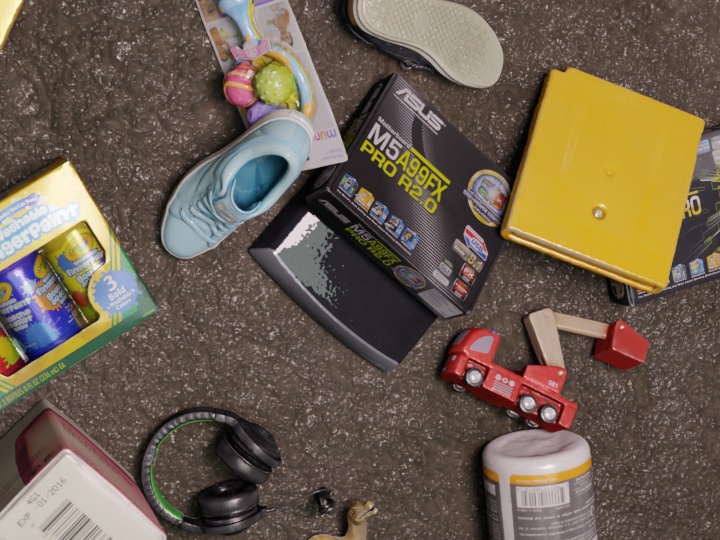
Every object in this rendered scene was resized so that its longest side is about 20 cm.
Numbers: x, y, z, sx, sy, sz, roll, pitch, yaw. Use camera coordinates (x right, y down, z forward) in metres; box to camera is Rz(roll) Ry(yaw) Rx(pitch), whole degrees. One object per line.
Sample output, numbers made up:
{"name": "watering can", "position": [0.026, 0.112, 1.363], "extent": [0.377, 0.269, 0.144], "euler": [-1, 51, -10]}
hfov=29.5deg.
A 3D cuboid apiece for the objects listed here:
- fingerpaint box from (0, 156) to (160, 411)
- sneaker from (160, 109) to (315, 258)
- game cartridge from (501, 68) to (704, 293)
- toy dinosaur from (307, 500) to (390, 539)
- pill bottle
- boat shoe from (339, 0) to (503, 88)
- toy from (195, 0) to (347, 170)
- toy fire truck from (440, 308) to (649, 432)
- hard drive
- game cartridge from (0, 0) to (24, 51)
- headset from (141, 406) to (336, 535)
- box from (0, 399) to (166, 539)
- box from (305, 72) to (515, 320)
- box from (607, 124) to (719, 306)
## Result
{"name": "fingerpaint box", "position": [-0.316, 0.016, 1.272], "extent": [0.200, 0.073, 0.167], "euler": [-32, 107, -12]}
{"name": "sneaker", "position": [-0.126, -0.070, 1.280], "extent": [0.074, 0.082, 0.200], "euler": [39, 119, -14]}
{"name": "game cartridge", "position": [0.252, -0.096, 1.411], "extent": [0.176, 0.032, 0.201], "euler": [21, 68, -5]}
{"name": "toy dinosaur", "position": [-0.027, 0.327, 1.436], "extent": [0.101, 0.058, 0.200], "euler": [36, 99, -3]}
{"name": "pill bottle", "position": [0.194, 0.279, 1.461], "extent": [0.116, 0.116, 0.201], "euler": [-10, 102, -17]}
{"name": "boat shoe", "position": [0.063, -0.238, 1.371], "extent": [0.200, 0.062, 0.075], "euler": [17, 87, -35]}
{"name": "toy", "position": [-0.098, -0.182, 1.294], "extent": [0.047, 0.115, 0.201], "euler": [-31, 107, -44]}
{"name": "toy fire truck", "position": [0.196, 0.094, 1.460], "extent": [0.200, 0.049, 0.141], "euler": [26, 70, -9]}
{"name": "hard drive", "position": [0.000, 0.000, 1.393], "extent": [0.200, 0.042, 0.135], "euler": [43, 84, -19]}
{"name": "game cartridge", "position": [-0.385, -0.282, 1.231], "extent": [0.176, 0.032, 0.200], "euler": [26, 87, -20]}
{"name": "headset", "position": [-0.121, 0.208, 1.381], "extent": [0.199, 0.094, 0.124], "euler": [18, 96, -5]}
{"name": "box", "position": [-0.272, 0.214, 1.249], "extent": [0.109, 0.200, 0.128], "euler": [-47, 109, -7]}
{"name": "box", "position": [0.060, -0.073, 1.371], "extent": [0.200, 0.044, 0.160], "euler": [41, 60, -19]}
{"name": "box", "position": [0.355, -0.065, 1.499], "extent": [0.199, 0.049, 0.162], "euler": [-15, 98, -16]}
